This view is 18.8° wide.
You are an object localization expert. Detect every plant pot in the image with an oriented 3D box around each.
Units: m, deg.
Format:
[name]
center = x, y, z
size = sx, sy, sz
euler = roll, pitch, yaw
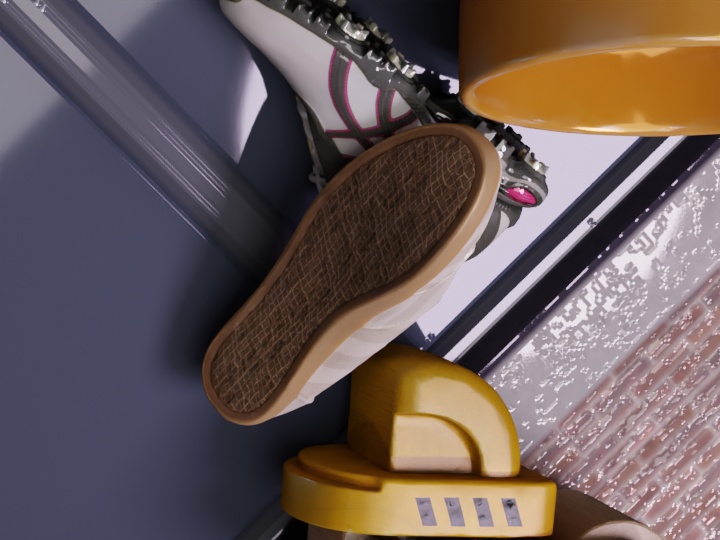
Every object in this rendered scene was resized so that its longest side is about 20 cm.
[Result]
[plant pot]
center = 0.144, -0.169, 0.994
size = 0.200, 0.200, 0.183
euler = 2, 82, -19

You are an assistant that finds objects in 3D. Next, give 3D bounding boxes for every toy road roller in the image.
[toy road roller]
center = 0.059, 0.114, 1.102
size = 0.200, 0.123, 0.146
euler = 3, 96, -19

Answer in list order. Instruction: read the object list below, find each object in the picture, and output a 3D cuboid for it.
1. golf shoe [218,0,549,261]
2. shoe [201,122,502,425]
[golf shoe]
center = -0.001, -0.070, 1.043
size = 0.200, 0.077, 0.088
euler = 37, 103, -24
[shoe]
center = 0.000, 0.000, 1.041
size = 0.200, 0.070, 0.053
euler = -44, 159, 29
